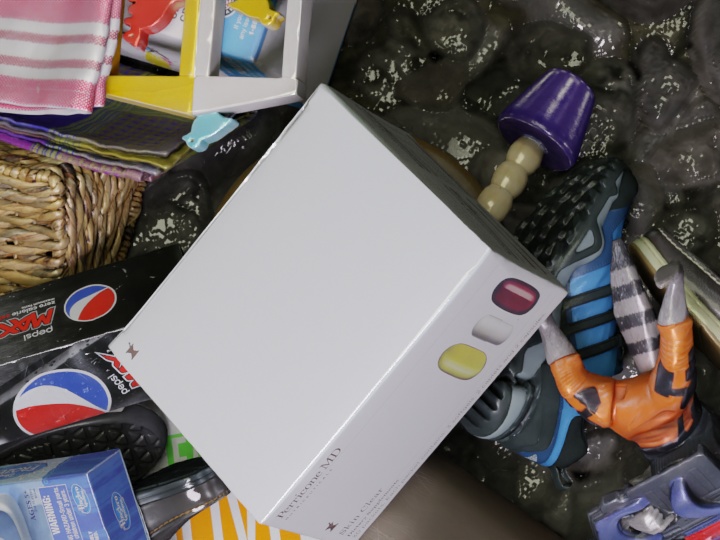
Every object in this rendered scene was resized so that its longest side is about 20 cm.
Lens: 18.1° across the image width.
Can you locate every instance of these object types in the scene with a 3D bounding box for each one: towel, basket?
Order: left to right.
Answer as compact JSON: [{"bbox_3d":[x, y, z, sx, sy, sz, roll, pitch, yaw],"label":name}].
[{"bbox_3d":[-0.249,-0.043,1.502,0.198,0.149,0.144,12,118,16],"label":"basket"},{"bbox_3d":[-0.203,-0.195,1.368,0.145,0.030,0.202,5,84,29],"label":"towel"},{"bbox_3d":[-0.177,-0.110,1.459,0.199,0.144,0.023,18,120,21],"label":"towel"},{"bbox_3d":[0.087,0.209,1.329,0.200,0.180,0.136,37,92,28],"label":"basket"}]

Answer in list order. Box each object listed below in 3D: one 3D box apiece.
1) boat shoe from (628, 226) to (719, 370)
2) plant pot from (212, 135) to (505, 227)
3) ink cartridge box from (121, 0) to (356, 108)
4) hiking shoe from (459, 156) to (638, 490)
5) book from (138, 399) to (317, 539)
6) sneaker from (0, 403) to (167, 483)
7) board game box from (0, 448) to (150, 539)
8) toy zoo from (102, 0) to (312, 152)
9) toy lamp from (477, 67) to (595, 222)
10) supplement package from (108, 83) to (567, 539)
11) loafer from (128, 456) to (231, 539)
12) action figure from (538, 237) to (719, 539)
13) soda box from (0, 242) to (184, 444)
[{"bbox_3d":[0.246,0.042,1.355,0.065,0.073,0.200,-44,82,-2],"label":"boat shoe"},{"bbox_3d":[0.000,0.000,1.412,0.198,0.028,0.202,1,74,-4],"label":"plant pot"},{"bbox_3d":[-0.112,-0.210,1.446,0.199,0.146,0.148,17,86,18],"label":"ink cartridge box"},{"bbox_3d":[0.128,0.027,1.393,0.086,0.074,0.201,34,72,-26],"label":"hiking shoe"},{"bbox_3d":[-0.071,0.168,1.434,0.133,0.048,0.202,-11,79,19],"label":"book"},{"bbox_3d":[-0.219,0.107,1.458,0.198,0.072,0.083,-15,40,13],"label":"sneaker"},{"bbox_3d":[-0.208,0.220,1.396,0.198,0.043,0.202,-10,103,30],"label":"board game box"},{"bbox_3d":[-0.091,-0.171,1.347,0.130,0.020,0.202,3,83,16],"label":"toy zoo"},{"bbox_3d":[0.080,-0.036,1.386,0.058,0.058,0.201,28,75,17],"label":"toy lamp"},{"bbox_3d":[-0.013,0.028,1.292,0.200,0.111,0.156,-50,59,9],"label":"supplement package"},{"bbox_3d":[-0.146,0.178,1.415,0.199,0.073,0.073,-33,85,36],"label":"loafer"},{"bbox_3d":[0.203,0.076,1.311,0.199,0.105,0.194,-23,111,25],"label":"action figure"},{"bbox_3d":[-0.193,0.053,1.397,0.198,0.064,0.071,-17,40,-2],"label":"soda box"}]
